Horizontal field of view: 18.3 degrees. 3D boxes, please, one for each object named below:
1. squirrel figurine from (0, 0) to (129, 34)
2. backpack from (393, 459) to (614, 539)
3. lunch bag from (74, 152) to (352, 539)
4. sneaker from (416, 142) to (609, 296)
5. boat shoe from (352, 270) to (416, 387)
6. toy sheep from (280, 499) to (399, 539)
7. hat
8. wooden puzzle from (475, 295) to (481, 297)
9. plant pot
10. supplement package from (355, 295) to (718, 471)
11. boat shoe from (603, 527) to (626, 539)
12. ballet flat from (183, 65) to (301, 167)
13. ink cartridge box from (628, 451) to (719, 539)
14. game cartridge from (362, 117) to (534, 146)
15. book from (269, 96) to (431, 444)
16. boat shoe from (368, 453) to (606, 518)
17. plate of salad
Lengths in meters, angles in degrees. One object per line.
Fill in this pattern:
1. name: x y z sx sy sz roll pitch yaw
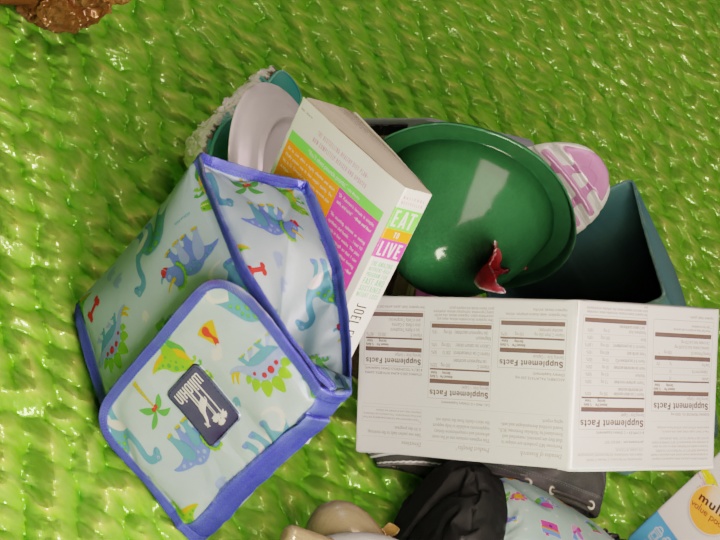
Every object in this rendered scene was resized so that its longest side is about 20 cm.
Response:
1. squirrel figurine: -0.238 -0.290 1.737 0.200 0.187 0.142 39 31 -5
2. backpack: 0.123 0.232 1.556 0.199 0.127 0.167 37 28 -15
3. lunch bag: -0.092 0.054 1.491 0.127 0.170 0.201 11 44 -41
4. sneaker: 0.106 -0.038 1.772 0.081 0.199 0.088 59 11 -1
5. boat shoe: 0.000 0.000 1.690 0.072 0.072 0.201 42 34 -35
6. toy sheep: -0.008 0.237 1.405 0.137 0.138 0.201 20 52 -31
7. hat: 0.055 0.010 1.555 0.201 0.164 0.177 71 27 -46
8. wooden puzzle: 0.065 0.066 1.791 0.184 0.037 0.201 28 29 -21
9. plant pot: 0.207 0.064 1.818 0.200 0.140 0.142 55 18 -39
10. supplement package: 0.120 0.076 1.526 0.155 0.199 0.112 4 88 -44
11. boat shoe: 0.185 0.228 1.687 0.199 0.066 0.070 32 31 -15
12. ballet flat: -0.103 -0.099 1.777 0.072 0.072 0.200 40 31 -3
13. ink cartridge box: 0.320 0.191 1.755 0.068 0.200 0.115 -11 58 -53
14. game cartridge: 0.041 -0.099 1.836 0.133 0.199 0.041 13 83 -43
15. book: -0.034 0.000 1.562 0.048 0.201 0.134 13 23 -38
16. boat shoe: 0.098 0.151 1.675 0.198 0.069 0.057 7 78 -20
17. plate of salad: -0.062 -0.044 1.719 0.200 0.048 0.202 44 39 -53
